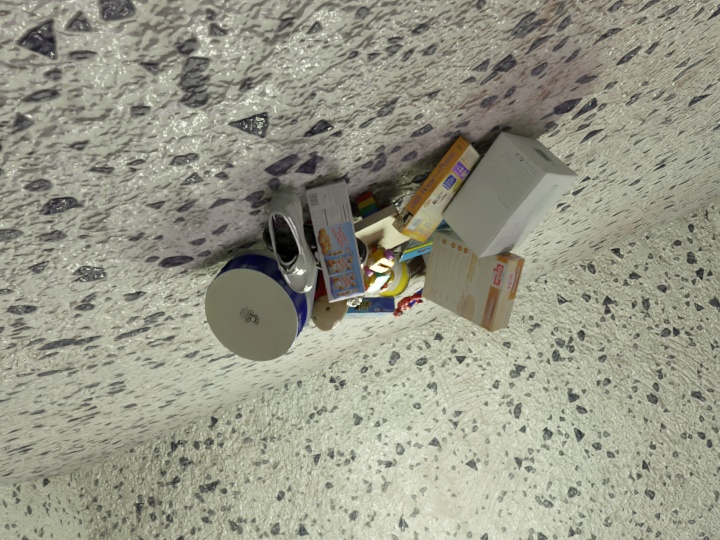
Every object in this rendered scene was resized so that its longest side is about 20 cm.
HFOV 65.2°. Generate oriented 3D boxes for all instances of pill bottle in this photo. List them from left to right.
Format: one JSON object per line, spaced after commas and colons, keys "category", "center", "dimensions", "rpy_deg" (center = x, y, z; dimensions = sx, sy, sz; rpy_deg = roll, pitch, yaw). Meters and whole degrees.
{"category": "pill bottle", "center": [0.053, 0.003, 1.427], "dimensions": [0.110, 0.116, 0.199], "rpy_deg": [-25, 165, 15]}

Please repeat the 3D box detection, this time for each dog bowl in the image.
{"category": "dog bowl", "center": [-0.199, 0.070, 1.093], "dimensions": [0.196, 0.203, 0.079], "rpy_deg": [-28, -164, 24]}

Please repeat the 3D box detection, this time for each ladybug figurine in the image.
{"category": "ladybug figurine", "center": [-0.076, 0.046, 1.304], "dimensions": [0.071, 0.203, 0.135], "rpy_deg": [36, 120, -28]}

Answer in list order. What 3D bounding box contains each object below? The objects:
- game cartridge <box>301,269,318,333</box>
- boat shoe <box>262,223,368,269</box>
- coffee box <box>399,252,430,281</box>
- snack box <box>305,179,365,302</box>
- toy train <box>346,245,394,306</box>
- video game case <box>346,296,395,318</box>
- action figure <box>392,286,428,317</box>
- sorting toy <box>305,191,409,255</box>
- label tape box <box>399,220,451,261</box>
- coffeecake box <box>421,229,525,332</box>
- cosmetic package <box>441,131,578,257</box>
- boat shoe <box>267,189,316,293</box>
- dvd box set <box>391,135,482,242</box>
{"category": "game cartridge", "center": [-0.158, 0.060, 1.193], "dimensions": [0.130, 0.041, 0.205], "rpy_deg": [-19, 134, -39]}
{"category": "boat shoe", "center": [-0.083, -0.047, 1.015], "dimensions": [0.193, 0.077, 0.060], "rpy_deg": [14, 173, 10]}
{"category": "coffee box", "center": [0.213, -0.040, 1.576], "dimensions": [0.195, 0.082, 0.114], "rpy_deg": [-13, 163, -34]}
{"category": "snack box", "center": [-0.041, -0.048, 0.971], "dimensions": [0.069, 0.207, 0.024], "rpy_deg": [-12, -159, -4]}
{"category": "toy train", "center": [0.000, 0.000, 1.163], "dimensions": [0.146, 0.057, 0.201], "rpy_deg": [-25, 156, -2]}
{"category": "video game case", "center": [-0.025, 0.103, 1.521], "dimensions": [0.192, 0.047, 0.181], "rpy_deg": [0, 172, -16]}
{"category": "action figure", "center": [0.162, 0.067, 1.523], "dimensions": [0.197, 0.053, 0.065], "rpy_deg": [-31, 176, -24]}
{"category": "sorting toy", "center": [-0.009, -0.077, 1.139], "dimensions": [0.195, 0.072, 0.199], "rpy_deg": [-25, 165, 8]}
{"category": "label tape box", "center": [0.162, -0.105, 1.305], "dimensions": [0.140, 0.065, 0.201], "rpy_deg": [-18, 164, -18]}
{"category": "coffeecake box", "center": [0.240, 0.017, 1.223], "dimensions": [0.072, 0.197, 0.159], "rpy_deg": [-7, 115, -44]}
{"category": "cosmetic package", "center": [0.295, -0.147, 1.112], "dimensions": [0.196, 0.123, 0.202], "rpy_deg": [-9, 140, -52]}
{"category": "boat shoe", "center": [-0.117, -0.032, 0.949], "dimensions": [0.069, 0.070, 0.205], "rpy_deg": [8, 130, 8]}
{"category": "dvd box set", "center": [0.153, -0.147, 1.070], "dimensions": [0.202, 0.029, 0.145], "rpy_deg": [-52, 158, 14]}
